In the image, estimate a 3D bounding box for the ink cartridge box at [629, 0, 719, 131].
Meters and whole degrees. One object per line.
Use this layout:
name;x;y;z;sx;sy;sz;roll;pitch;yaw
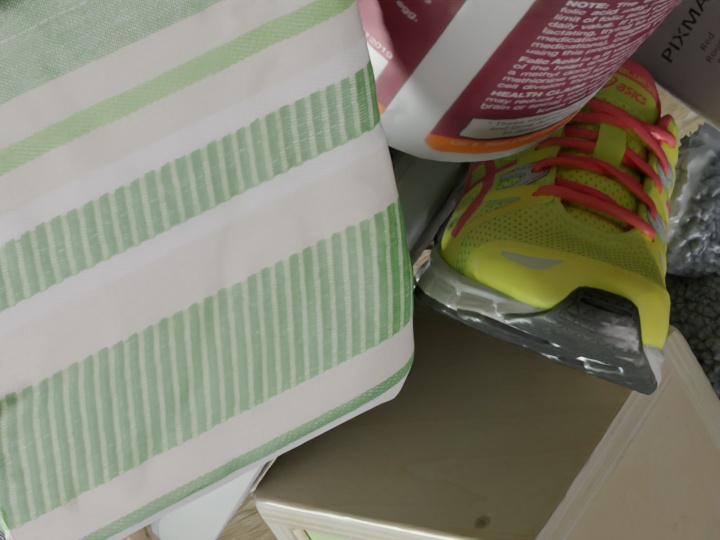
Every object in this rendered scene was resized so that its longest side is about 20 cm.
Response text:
ink cartridge box;0.153;-0.071;0.983;0.162;0.200;0.050;20;109;-45

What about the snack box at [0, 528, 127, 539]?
snack box;-0.064;0.022;0.963;0.142;0.053;0.200;-53;178;-31

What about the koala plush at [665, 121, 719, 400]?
koala plush;0.143;0.020;1.039;0.184;0.178;0.200;-33;177;-2

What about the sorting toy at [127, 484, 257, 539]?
sorting toy;-0.033;0.042;1.360;0.200;0.107;0.180;-30;176;9

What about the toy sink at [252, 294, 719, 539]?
toy sink;0.074;0.120;0.989;0.130;0.200;0.112;7;-130;42

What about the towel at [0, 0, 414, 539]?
towel;-0.061;-0.011;0.784;0.152;0.023;0.200;-26;132;-13

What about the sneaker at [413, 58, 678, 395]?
sneaker;0.067;-0.025;0.878;0.200;0.078;0.090;-105;-141;-75

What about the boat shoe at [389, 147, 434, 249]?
boat shoe;0.026;-0.044;1.154;0.075;0.075;0.202;-13;163;-3

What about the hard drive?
hard drive;0.000;0.000;0.985;0.200;0.027;0.132;-53;177;-39

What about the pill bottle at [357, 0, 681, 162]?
pill bottle;0.053;-0.118;0.771;0.114;0.114;0.200;-22;168;-24
